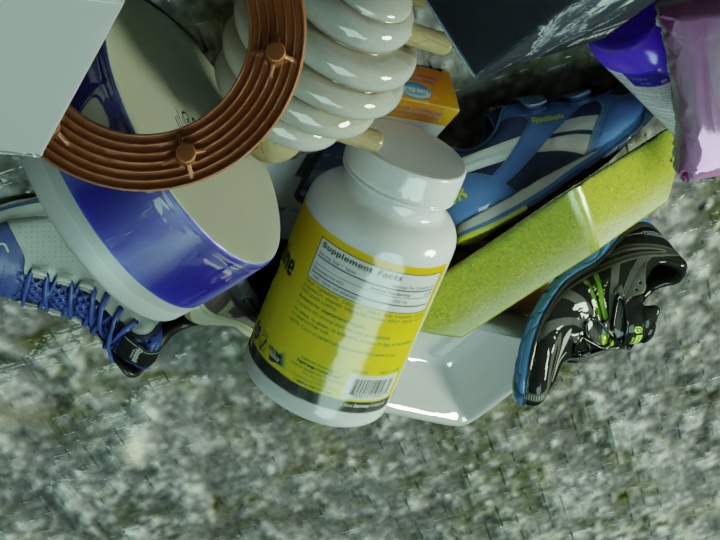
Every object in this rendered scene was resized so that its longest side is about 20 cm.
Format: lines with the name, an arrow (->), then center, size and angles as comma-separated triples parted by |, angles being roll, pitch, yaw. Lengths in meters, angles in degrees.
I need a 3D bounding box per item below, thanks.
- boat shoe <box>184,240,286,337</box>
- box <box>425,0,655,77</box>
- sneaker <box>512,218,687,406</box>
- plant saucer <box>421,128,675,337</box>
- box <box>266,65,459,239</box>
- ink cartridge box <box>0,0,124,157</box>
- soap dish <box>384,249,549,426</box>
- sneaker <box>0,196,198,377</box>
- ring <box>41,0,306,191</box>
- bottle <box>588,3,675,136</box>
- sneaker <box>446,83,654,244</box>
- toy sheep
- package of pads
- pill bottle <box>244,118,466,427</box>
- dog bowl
boat shoe -> -0.068, 0.011, 1.740 | 0.064, 0.073, 0.200 | -8, 172, 25
box -> 0.150, -0.225, 1.384 | 0.200, 0.118, 0.196 | -34, 174, 31
sneaker -> 0.188, 0.035, 1.834 | 0.200, 0.083, 0.071 | -44, 160, -30
plant saucer -> 0.140, -0.020, 1.736 | 0.200, 0.048, 0.199 | -34, 178, 34
box -> -0.030, -0.080, 1.690 | 0.118, 0.042, 0.200 | 8, 140, -32
ink cartridge box -> -0.233, -0.188, 1.283 | 0.145, 0.201, 0.147 | 5, 145, -28
soap dish -> 0.054, 0.048, 1.884 | 0.199, 0.082, 0.157 | 15, 138, -38
sneaker -> -0.191, 0.015, 1.702 | 0.198, 0.116, 0.081 | 0, 145, -22
ring -> -0.131, -0.148, 1.400 | 0.199, 0.202, 0.019 | -10, 174, -7
bottle -> 0.247, -0.121, 1.648 | 0.200, 0.083, 0.066 | 40, 80, -31
sneaker -> 0.137, -0.099, 1.691 | 0.199, 0.083, 0.074 | -32, 173, -14
toy sheep -> -0.021, -0.149, 1.506 | 0.137, 0.138, 0.201 | 11, 125, -35
package of pads -> 0.297, -0.135, 1.540 | 0.198, 0.076, 0.121 | -9, 113, 2
pill bottle -> 0.000, 0.000, 1.642 | 0.112, 0.113, 0.201 | 7, 118, -31
dog bowl -> -0.137, -0.073, 1.504 | 0.078, 0.201, 0.200 | -28, 146, 18
